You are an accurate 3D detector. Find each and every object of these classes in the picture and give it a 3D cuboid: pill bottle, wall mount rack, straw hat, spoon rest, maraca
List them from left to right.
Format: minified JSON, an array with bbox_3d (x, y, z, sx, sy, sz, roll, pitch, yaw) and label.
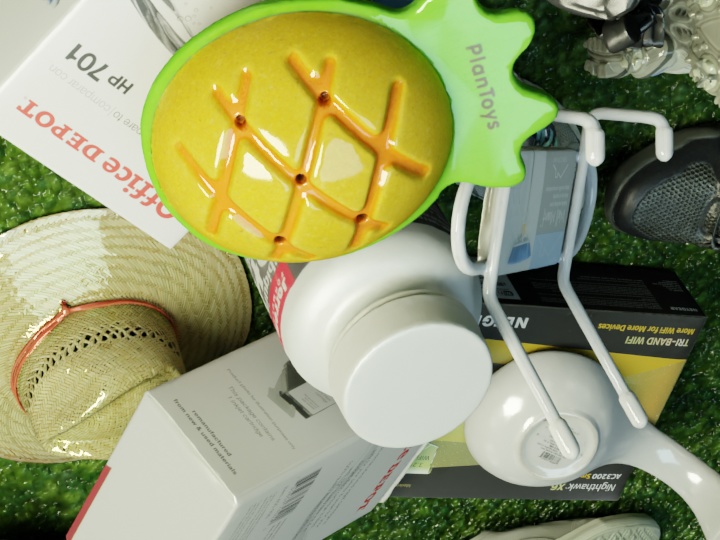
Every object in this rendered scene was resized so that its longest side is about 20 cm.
[{"bbox_3d":[-0.147,0.062,1.160,0.200,0.085,0.202,-12,131,-15],"label":"straw hat"},{"bbox_3d":[-0.007,-0.072,0.974,0.199,0.107,0.138,-15,122,8],"label":"maraca"},{"bbox_3d":[0.000,0.000,1.097,0.110,0.200,0.111,-11,129,-14],"label":"pill bottle"},{"bbox_3d":[0.113,0.000,1.085,0.200,0.074,0.175,-8,107,-63],"label":"wall mount rack"},{"bbox_3d":[0.154,0.113,1.289,0.199,0.061,0.100,28,112,-23],"label":"spoon rest"}]

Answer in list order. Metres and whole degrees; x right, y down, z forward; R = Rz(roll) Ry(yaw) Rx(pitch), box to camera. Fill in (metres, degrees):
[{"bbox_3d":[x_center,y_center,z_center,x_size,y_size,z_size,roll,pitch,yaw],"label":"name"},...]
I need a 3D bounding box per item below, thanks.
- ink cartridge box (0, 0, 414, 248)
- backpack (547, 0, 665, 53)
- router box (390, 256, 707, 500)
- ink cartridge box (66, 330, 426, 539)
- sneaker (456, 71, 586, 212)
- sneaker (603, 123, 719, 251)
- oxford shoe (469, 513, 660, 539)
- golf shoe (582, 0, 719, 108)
[{"bbox_3d":[-0.088,-0.131,1.033,0.200,0.086,0.146,-45,130,13],"label":"ink cartridge box"},{"bbox_3d":[0.119,-0.205,0.997,0.200,0.167,0.127,-35,156,-54],"label":"backpack"},{"bbox_3d":[0.101,0.071,1.297,0.199,0.052,0.158,3,125,-26],"label":"router box"},{"bbox_3d":[-0.052,0.106,1.166,0.199,0.083,0.147,-24,156,-44],"label":"ink cartridge box"},{"bbox_3d":[0.073,-0.075,1.145,0.078,0.086,0.200,-40,131,11],"label":"sneaker"},{"bbox_3d":[0.251,-0.031,1.242,0.198,0.114,0.077,3,124,-23],"label":"sneaker"},{"bbox_3d":[0.128,0.200,1.415,0.199,0.058,0.076,-11,125,-35],"label":"oxford shoe"},{"bbox_3d":[0.209,-0.132,1.098,0.097,0.200,0.079,-9,110,-29],"label":"golf shoe"}]
